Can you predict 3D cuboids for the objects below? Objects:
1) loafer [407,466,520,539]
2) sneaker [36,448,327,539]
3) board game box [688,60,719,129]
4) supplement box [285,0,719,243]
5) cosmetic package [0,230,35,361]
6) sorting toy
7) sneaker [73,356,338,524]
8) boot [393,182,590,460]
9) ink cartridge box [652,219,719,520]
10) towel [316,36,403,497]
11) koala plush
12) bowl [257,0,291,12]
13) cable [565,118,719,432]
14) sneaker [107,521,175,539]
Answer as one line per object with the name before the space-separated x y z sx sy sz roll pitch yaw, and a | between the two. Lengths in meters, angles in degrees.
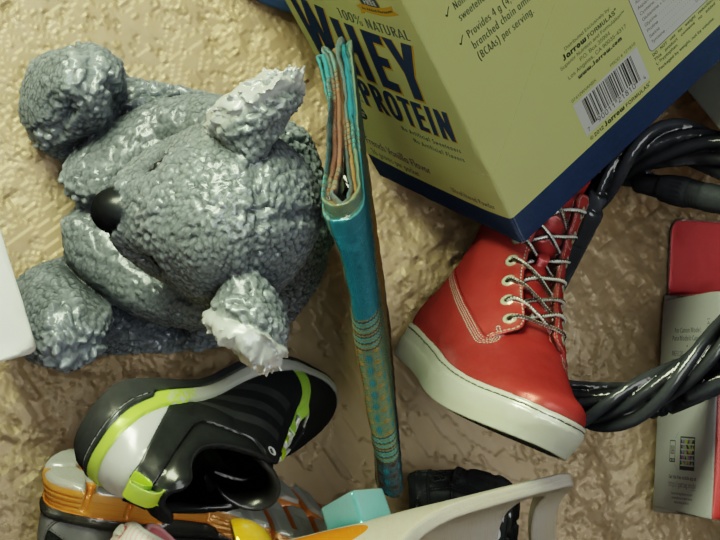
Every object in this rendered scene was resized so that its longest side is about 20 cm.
loafer | 0.045 0.210 1.446 0.070 0.068 0.202 7 92 11
sneaker | -0.086 0.153 1.399 0.199 0.078 0.078 14 104 -18
board game box | 0.294 -0.106 1.485 0.199 0.148 0.065 8 117 -20
supplement box | 0.078 -0.166 1.382 0.200 0.134 0.200 -42 128 -17
cosmetic package | -0.277 -0.012 1.263 0.164 0.200 0.166 -18 94 -18
sorting toy | 0.035 0.175 1.351 0.179 0.107 0.201 -20 135 -11
sneaker | -0.068 0.100 1.356 0.200 0.083 0.072 -9 133 -53
boot | 0.092 0.014 1.375 0.072 0.200 0.145 29 95 -21
ink cartridge box | 0.281 0.061 1.515 0.199 0.084 0.177 3 87 -18
towel | 0.000 0.000 1.349 0.022 0.147 0.201 -6 129 3
koala plush | -0.077 -0.031 1.332 0.183 0.200 0.178 5 87 -19
bowl | -0.016 -0.245 1.443 0.200 0.039 0.202 0 89 -19
cable | 0.153 0.005 1.444 0.199 0.051 0.164 -24 71 18
sneaker | -0.139 0.184 1.332 0.075 0.199 0.105 37 59 -46
